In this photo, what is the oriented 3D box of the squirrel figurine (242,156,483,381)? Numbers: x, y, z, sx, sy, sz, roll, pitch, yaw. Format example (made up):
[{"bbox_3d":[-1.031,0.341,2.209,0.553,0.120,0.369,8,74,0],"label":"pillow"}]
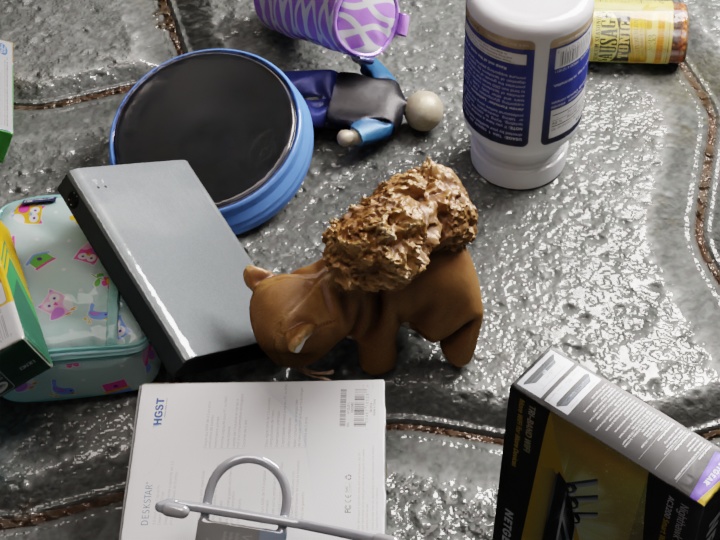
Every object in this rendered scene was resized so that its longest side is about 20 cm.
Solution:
[{"bbox_3d":[0.000,0.000,1.237,0.185,0.201,0.142,-12,54,-25],"label":"squirrel figurine"}]

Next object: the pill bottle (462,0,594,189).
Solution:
[{"bbox_3d":[0.151,-0.179,1.395,0.114,0.201,0.116,-1,46,1],"label":"pill bottle"}]

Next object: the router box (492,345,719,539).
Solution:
[{"bbox_3d":[0.175,0.171,1.073,0.157,0.201,0.052,31,52,28],"label":"router box"}]

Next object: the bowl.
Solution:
[{"bbox_3d":[-0.144,-0.124,1.434,0.198,0.039,0.202,-4,61,7],"label":"bowl"}]

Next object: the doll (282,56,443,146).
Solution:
[{"bbox_3d":[-0.016,-0.170,1.497,0.198,0.049,0.137,7,49,9],"label":"doll"}]

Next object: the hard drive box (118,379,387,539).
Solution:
[{"bbox_3d":[-0.078,0.168,1.171,0.198,0.077,0.157,0,47,2],"label":"hard drive box"}]

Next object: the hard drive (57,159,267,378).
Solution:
[{"bbox_3d":[-0.154,-0.005,1.287,0.139,0.033,0.201,-10,59,-50],"label":"hard drive"}]

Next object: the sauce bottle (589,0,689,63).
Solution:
[{"bbox_3d":[0.234,-0.244,1.544,0.198,0.066,0.066,1,47,6],"label":"sauce bottle"}]

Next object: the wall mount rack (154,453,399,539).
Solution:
[{"bbox_3d":[-0.065,0.233,1.052,0.172,0.075,0.202,8,85,3],"label":"wall mount rack"}]

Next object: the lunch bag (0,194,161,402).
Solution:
[{"bbox_3d":[-0.243,0.015,1.319,0.159,0.077,0.201,-5,48,-1],"label":"lunch bag"}]

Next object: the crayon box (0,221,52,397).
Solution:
[{"bbox_3d":[-0.339,0.028,1.242,0.125,0.052,0.201,-30,51,2],"label":"crayon box"}]

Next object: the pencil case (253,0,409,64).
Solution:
[{"bbox_3d":[-0.033,-0.267,1.523,0.085,0.085,0.200,-3,19,-31],"label":"pencil case"}]

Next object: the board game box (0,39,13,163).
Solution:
[{"bbox_3d":[-0.441,-0.190,1.477,0.198,0.040,0.154,13,39,-23],"label":"board game box"}]
